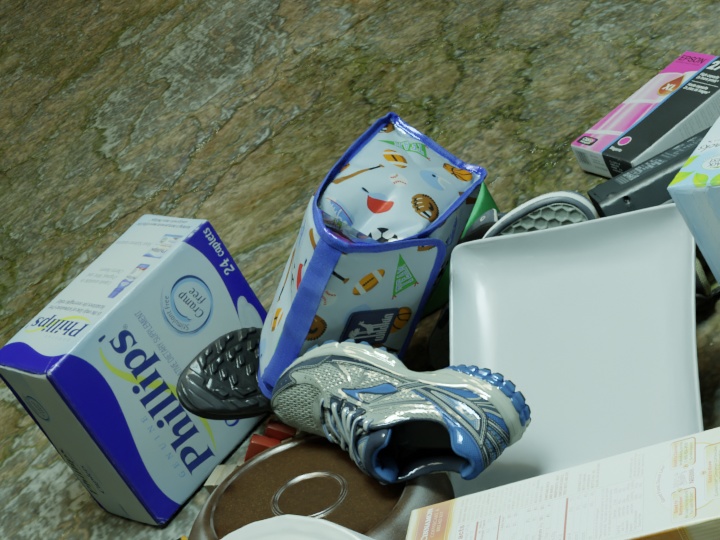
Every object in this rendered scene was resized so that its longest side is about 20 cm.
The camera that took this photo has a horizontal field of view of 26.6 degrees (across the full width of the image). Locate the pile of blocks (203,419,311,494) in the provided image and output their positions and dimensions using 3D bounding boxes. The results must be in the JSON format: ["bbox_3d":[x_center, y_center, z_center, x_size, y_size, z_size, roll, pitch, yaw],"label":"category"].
[{"bbox_3d":[-0.043,0.141,1.205,0.200,0.062,0.082,-37,27,-11],"label":"pile of blocks"}]

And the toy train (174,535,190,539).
[{"bbox_3d":[-0.119,0.260,1.065,0.114,0.085,0.200,-24,26,-7],"label":"toy train"}]

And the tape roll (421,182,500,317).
[{"bbox_3d":[0.035,-0.022,1.420,0.200,0.048,0.200,-25,27,14],"label":"tape roll"}]

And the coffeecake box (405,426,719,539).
[{"bbox_3d":[0.143,0.184,0.833,0.200,0.154,0.073,-19,29,24],"label":"coffeecake box"}]

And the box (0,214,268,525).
[{"bbox_3d":[-0.179,0.083,1.311,0.105,0.184,0.200,7,46,49],"label":"box"}]

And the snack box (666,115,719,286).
[{"bbox_3d":[0.313,-0.055,1.048,0.068,0.169,0.200,-2,39,49],"label":"snack box"}]

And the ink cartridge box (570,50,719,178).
[{"bbox_3d":[0.295,-0.152,1.388,0.200,0.037,0.095,-37,27,-15],"label":"ink cartridge box"}]

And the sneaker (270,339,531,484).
[{"bbox_3d":[0.013,0.104,1.067,0.200,0.077,0.085,2,36,32],"label":"sneaker"}]

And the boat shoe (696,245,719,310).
[{"bbox_3d":[0.237,-0.002,1.145,0.200,0.073,0.065,-39,22,-15],"label":"boat shoe"}]

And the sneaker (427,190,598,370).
[{"bbox_3d":[0.130,-0.021,1.217,0.202,0.077,0.146,-52,6,40],"label":"sneaker"}]

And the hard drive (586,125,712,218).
[{"bbox_3d":[0.285,-0.094,1.245,0.200,0.033,0.140,-28,3,7],"label":"hard drive"}]

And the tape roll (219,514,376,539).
[{"bbox_3d":[-0.035,0.251,0.898,0.202,0.071,0.203,-13,63,28],"label":"tape roll"}]

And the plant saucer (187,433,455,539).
[{"bbox_3d":[-0.033,0.170,1.081,0.200,0.032,0.200,-12,26,6],"label":"plant saucer"}]

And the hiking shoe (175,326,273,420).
[{"bbox_3d":[-0.076,0.093,1.259,0.200,0.076,0.101,-16,-26,-43],"label":"hiking shoe"}]

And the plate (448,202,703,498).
[{"bbox_3d":[0.152,0.065,1.073,0.199,0.032,0.200,-10,70,35],"label":"plate"}]

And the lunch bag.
[{"bbox_3d":[0.000,0.000,1.185,0.200,0.124,0.170,-44,-19,-55],"label":"lunch bag"}]
